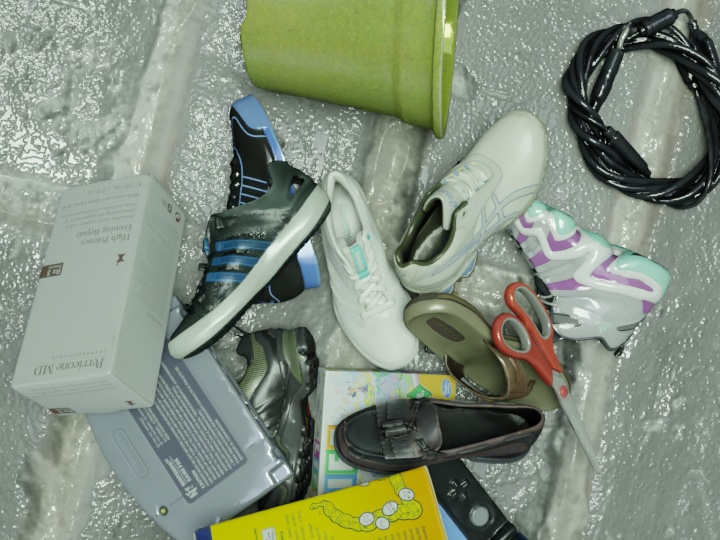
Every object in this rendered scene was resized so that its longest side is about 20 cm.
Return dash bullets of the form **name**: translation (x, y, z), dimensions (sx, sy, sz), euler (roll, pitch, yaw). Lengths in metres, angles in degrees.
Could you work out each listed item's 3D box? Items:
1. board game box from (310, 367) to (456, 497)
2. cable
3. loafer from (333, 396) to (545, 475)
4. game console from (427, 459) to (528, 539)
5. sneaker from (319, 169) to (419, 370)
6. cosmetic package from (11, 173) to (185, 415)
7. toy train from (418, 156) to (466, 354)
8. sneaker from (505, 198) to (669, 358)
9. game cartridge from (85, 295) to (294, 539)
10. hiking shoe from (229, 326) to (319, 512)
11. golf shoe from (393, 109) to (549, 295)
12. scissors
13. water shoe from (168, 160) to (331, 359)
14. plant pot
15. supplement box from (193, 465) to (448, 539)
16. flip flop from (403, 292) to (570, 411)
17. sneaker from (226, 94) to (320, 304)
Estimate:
- **board game box**: translation (0.020, 0.198, 0.819), dimensions (0.134, 0.034, 0.201), euler (3, 89, -15)
- **cable**: translation (0.293, -0.156, 0.843), dimensions (0.162, 0.051, 0.201), euler (-16, 91, -3)
- **loafer**: translation (0.076, 0.143, 0.774), dimensions (0.199, 0.063, 0.072), euler (2, 57, -19)
- **game console**: translation (0.070, 0.291, 0.755), dimensions (0.200, 0.118, 0.171), euler (-40, 100, -13)
- **sneaker**: translation (0.000, 0.000, 0.799), dimensions (0.075, 0.088, 0.201), euler (-21, 85, -3)
- **cosmetic package**: translation (-0.227, 0.020, 0.748), dimensions (0.101, 0.074, 0.201), euler (-9, 56, 17)
- **toy train**: translation (0.091, -0.015, 0.833), dimensions (0.034, 0.046, 0.201), euler (12, 89, -3)
- **sneaker**: translation (0.184, 0.016, 0.824), dimensions (0.199, 0.078, 0.140), euler (29, 98, 9)
- **game cartridge**: translation (-0.169, 0.141, 0.767), dimensions (0.133, 0.041, 0.200), euler (-34, 80, -6)
- **hiking shoe**: translation (-0.096, 0.153, 0.817), dimensions (0.100, 0.076, 0.201), euler (4, 83, 10)
- **golf shoe**: translation (0.101, -0.064, 0.761), dimensions (0.078, 0.097, 0.201), euler (33, 92, 24)
- **scissors**: translation (0.188, 0.100, 0.793), dimensions (0.200, 0.014, 0.073), euler (50, 53, -16)
- **water shoe**: translation (-0.113, -0.011, 0.751), dimensions (0.079, 0.072, 0.200), euler (41, 75, 0)
- **plant pot**: translation (-0.007, -0.228, 0.771), dimensions (0.183, 0.200, 0.202), euler (5, 89, 8)
- **supplement box**: translation (-0.024, 0.251, 0.710), dimensions (0.199, 0.109, 0.110), euler (-15, 67, -3)
- **flip flop**: translation (0.119, 0.089, 0.792), dimensions (0.200, 0.058, 0.081), euler (35, 130, -29)
- **sneaker**: translation (-0.102, -0.066, 0.811), dimensions (0.078, 0.070, 0.201), euler (-18, 92, -10)
